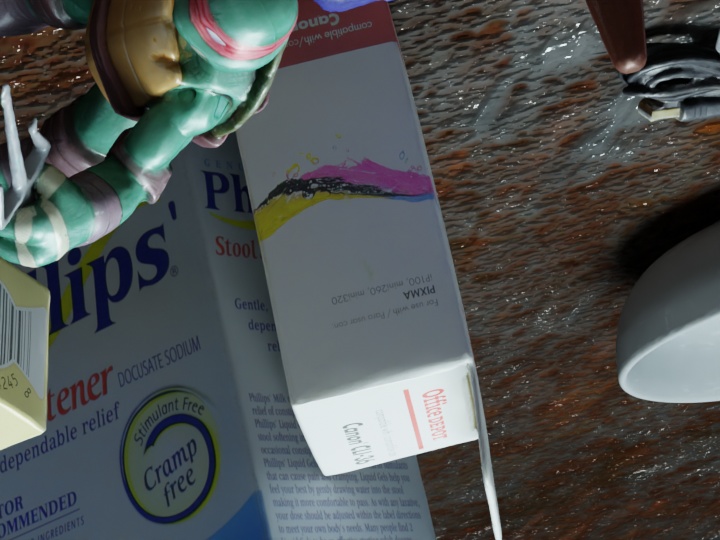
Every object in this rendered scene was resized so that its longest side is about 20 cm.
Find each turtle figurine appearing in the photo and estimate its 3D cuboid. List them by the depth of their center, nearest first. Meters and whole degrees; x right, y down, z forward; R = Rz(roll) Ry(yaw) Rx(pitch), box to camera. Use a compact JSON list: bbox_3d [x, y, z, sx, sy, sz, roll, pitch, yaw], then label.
[{"bbox_3d":[-0.073,-0.070,0.846,0.100,0.151,0.200,12,169,-22],"label":"turtle figurine"}]

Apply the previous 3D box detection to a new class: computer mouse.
[{"bbox_3d":[0.178,-0.105,1.098,0.109,0.044,0.200,-3,166,-16],"label":"computer mouse"}]

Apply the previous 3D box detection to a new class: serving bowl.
[{"bbox_3d":[0.220,0.005,1.425,0.199,0.066,0.200,-12,162,-4],"label":"serving bowl"}]

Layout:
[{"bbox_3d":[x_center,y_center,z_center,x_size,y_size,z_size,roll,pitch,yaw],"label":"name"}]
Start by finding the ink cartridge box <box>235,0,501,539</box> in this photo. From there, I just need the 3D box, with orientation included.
[{"bbox_3d":[0.000,0.000,1.026,0.067,0.201,0.117,-13,163,2],"label":"ink cartridge box"}]

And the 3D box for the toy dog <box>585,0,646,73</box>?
[{"bbox_3d":[0.050,-0.127,0.759,0.131,0.097,0.200,-29,142,23],"label":"toy dog"}]

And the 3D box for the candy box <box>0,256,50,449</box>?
[{"bbox_3d":[-0.195,0.003,0.810,0.115,0.056,0.200,-22,142,27],"label":"candy box"}]

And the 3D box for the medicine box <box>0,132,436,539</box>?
[{"bbox_3d":[-0.085,0.057,1.142,0.182,0.201,0.103,-26,161,36],"label":"medicine box"}]

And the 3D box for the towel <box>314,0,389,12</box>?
[{"bbox_3d":[0.070,-0.148,0.883,0.199,0.050,0.148,-12,155,0],"label":"towel"}]
